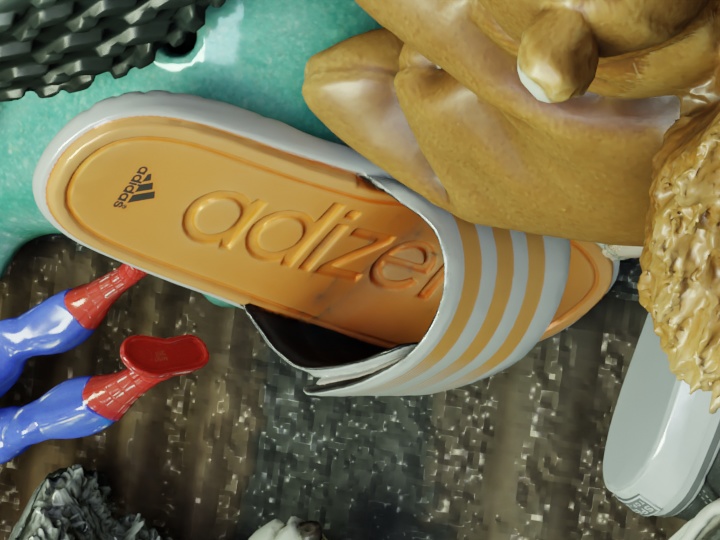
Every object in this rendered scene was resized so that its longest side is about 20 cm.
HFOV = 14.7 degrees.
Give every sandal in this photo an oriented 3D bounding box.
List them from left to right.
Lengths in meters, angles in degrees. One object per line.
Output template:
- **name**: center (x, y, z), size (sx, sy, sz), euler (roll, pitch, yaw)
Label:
- **sandal**: center (-0.005, 0.006, 0.837), size (0.079, 0.206, 0.059), euler (-51, 43, 31)

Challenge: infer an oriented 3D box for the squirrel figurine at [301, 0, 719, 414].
- **squirrel figurine**: center (0.083, -0.062, 0.732), size (0.142, 0.187, 0.200), euler (-44, 85, -7)

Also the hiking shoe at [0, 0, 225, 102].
- **hiking shoe**: center (-0.116, -0.090, 0.813), size (0.199, 0.074, 0.087), euler (-21, 73, 38)

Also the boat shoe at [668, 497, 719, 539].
- **boat shoe**: center (0.083, 0.138, 0.858), size (0.071, 0.069, 0.201), euler (51, 125, 39)

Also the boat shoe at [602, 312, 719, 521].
- **boat shoe**: center (0.141, -0.011, 0.866), size (0.066, 0.070, 0.201), euler (20, 94, -13)

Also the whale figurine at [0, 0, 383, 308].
- **whale figurine**: center (-0.076, -0.057, 0.875), size (0.199, 0.104, 0.160), euler (-27, 91, 12)

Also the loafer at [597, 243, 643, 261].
- **loafer**: center (0.051, -0.095, 0.873), size (0.063, 0.072, 0.201), euler (-18, 85, 20)

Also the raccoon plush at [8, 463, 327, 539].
- **raccoon plush**: center (-0.072, 0.151, 0.924), size (0.133, 0.097, 0.200), euler (26, 129, -7)

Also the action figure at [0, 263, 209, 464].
- **action figure**: center (-0.131, 0.049, 0.895), size (0.200, 0.052, 0.066), euler (-35, 65, 39)
